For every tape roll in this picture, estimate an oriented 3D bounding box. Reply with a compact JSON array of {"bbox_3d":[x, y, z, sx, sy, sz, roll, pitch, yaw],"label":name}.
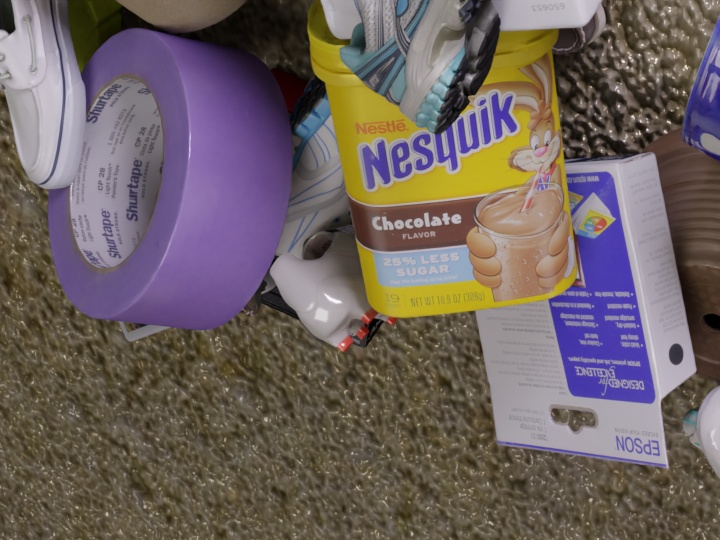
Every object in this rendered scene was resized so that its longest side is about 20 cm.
[{"bbox_3d":[-0.135,-0.062,1.337,0.084,0.202,0.200,7,152,-35],"label":"tape roll"}]

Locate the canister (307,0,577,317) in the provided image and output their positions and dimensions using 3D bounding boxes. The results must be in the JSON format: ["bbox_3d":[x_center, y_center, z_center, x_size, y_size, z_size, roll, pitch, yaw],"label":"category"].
[{"bbox_3d":[0.056,-0.076,1.185,0.147,0.087,0.201,-7,124,6],"label":"canister"}]

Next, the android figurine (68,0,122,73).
[{"bbox_3d":[-0.253,-0.208,1.444,0.200,0.041,0.182,43,133,1],"label":"android figurine"}]

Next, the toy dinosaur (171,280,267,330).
[{"bbox_3d":[-0.145,-0.012,1.454,0.200,0.047,0.089,41,115,24],"label":"toy dinosaur"}]

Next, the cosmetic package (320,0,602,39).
[{"bbox_3d":[0.069,-0.254,1.086,0.165,0.200,0.168,1,128,32],"label":"cosmetic package"}]

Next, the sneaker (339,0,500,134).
[{"bbox_3d":[0.030,-0.159,0.992,0.086,0.078,0.201,28,138,12],"label":"sneaker"}]

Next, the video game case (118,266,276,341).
[{"bbox_3d":[-0.164,-0.057,1.498,0.181,0.023,0.201,-19,97,45],"label":"video game case"}]

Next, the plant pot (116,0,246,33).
[{"bbox_3d":[-0.144,-0.259,1.259,0.186,0.188,0.200,3,144,31],"label":"plant pot"}]

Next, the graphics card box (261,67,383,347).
[{"bbox_3d":[-0.030,-0.045,1.450,0.125,0.051,0.201,22,135,15],"label":"graphics card box"}]

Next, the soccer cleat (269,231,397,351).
[{"bbox_3d":[0.000,0.000,1.348,0.078,0.200,0.069,45,109,7],"label":"soccer cleat"}]

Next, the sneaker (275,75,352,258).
[{"bbox_3d":[-0.018,-0.080,1.338,0.086,0.075,0.200,30,128,-10],"label":"sneaker"}]

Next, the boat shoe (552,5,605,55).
[{"bbox_3d":[0.066,-0.198,1.242,0.199,0.060,0.072,37,137,-1],"label":"boat shoe"}]

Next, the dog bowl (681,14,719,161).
[{"bbox_3d":[0.254,-0.145,1.064,0.078,0.200,0.201,26,137,13],"label":"dog bowl"}]

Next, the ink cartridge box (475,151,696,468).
[{"bbox_3d":[0.143,0.025,1.300,0.198,0.043,0.202,2,103,59],"label":"ink cartridge box"}]

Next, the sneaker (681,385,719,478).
[{"bbox_3d":[0.257,0.113,1.329,0.088,0.076,0.200,21,178,33],"label":"sneaker"}]

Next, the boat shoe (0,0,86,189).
[{"bbox_3d":[-0.242,-0.157,1.355,0.073,0.066,0.202,-9,86,51],"label":"boat shoe"}]

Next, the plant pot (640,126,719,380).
[{"bbox_3d":[0.250,0.008,1.285,0.199,0.093,0.202,17,135,18],"label":"plant pot"}]
